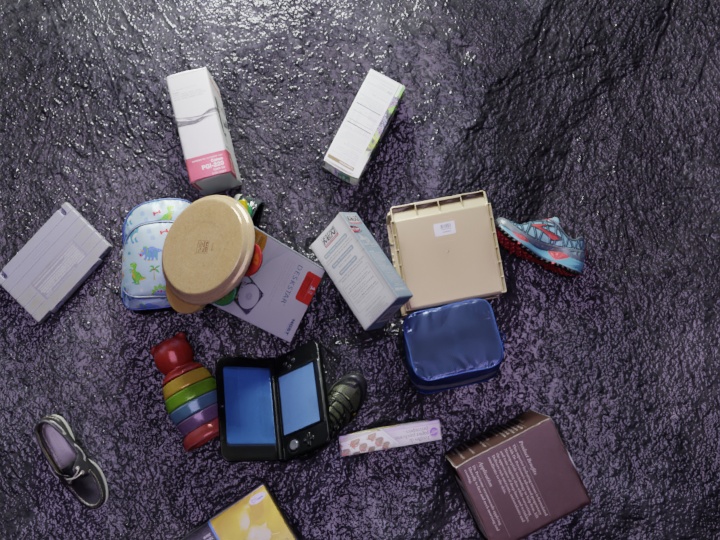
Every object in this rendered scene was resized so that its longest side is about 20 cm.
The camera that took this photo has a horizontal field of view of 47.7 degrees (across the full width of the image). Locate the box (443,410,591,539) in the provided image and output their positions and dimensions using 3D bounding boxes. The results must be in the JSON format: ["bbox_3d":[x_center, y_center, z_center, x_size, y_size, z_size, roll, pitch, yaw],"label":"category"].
[{"bbox_3d":[0.280,0.379,1.490,0.197,0.164,0.169,-25,86,-3],"label":"box"}]

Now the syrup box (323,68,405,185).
[{"bbox_3d":[0.006,-0.275,1.578,0.080,0.079,0.203,26,85,0],"label":"syrup box"}]

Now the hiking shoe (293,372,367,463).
[{"bbox_3d":[-0.053,0.280,1.520,0.075,0.101,0.201,38,87,-5],"label":"hiking shoe"}]

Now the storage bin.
[{"bbox_3d":[0.160,-0.032,1.556,0.195,0.094,0.203,-10,85,-2],"label":"storage bin"}]

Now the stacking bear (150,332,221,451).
[{"bbox_3d":[-0.320,0.219,1.519,0.120,0.114,0.203,-29,81,3],"label":"stacking bear"}]

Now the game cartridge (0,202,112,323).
[{"bbox_3d":[-0.587,-0.013,1.566,0.130,0.038,0.200,43,86,-2],"label":"game cartridge"}]

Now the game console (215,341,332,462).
[{"bbox_3d":[-0.158,0.233,1.475,0.174,0.116,0.204,-26,57,26],"label":"game console"}]

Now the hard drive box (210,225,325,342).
[{"bbox_3d":[-0.182,0.019,1.496,0.199,0.076,0.158,30,84,-43],"label":"hard drive box"}]

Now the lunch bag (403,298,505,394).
[{"bbox_3d":[0.178,0.143,1.525,0.196,0.133,0.139,-10,70,-1],"label":"lunch bag"}]

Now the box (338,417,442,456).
[{"bbox_3d":[0.056,0.317,1.552,0.195,0.041,0.040,-9,86,-1],"label":"box"}]

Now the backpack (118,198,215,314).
[{"bbox_3d":[-0.359,-0.030,1.516,0.179,0.147,0.205,-4,82,-5],"label":"backpack"}]

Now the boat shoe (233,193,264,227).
[{"bbox_3d":[-0.219,-0.044,1.557,0.065,0.075,0.204,5,76,11],"label":"boat shoe"}]

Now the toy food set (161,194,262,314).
[{"bbox_3d":[-0.257,-0.032,1.399,0.194,0.049,0.204,-15,68,21],"label":"toy food set"}]

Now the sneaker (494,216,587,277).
[{"bbox_3d":[0.347,-0.064,1.581,0.197,0.079,0.097,26,76,-8],"label":"sneaker"}]

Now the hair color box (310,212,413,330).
[{"bbox_3d":[0.000,0.000,1.520,0.099,0.060,0.202,-45,69,28],"label":"hair color box"}]

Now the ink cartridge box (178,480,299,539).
[{"bbox_3d":[-0.211,0.537,1.527,0.196,0.047,0.202,-33,85,-4],"label":"ink cartridge box"}]

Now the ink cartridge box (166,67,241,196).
[{"bbox_3d":[-0.293,-0.259,1.535,0.083,0.146,0.204,-16,87,-1],"label":"ink cartridge box"}]

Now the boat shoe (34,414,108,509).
[{"bbox_3d":[-0.542,0.360,1.523,0.073,0.060,0.202,-30,87,-4],"label":"boat shoe"}]
